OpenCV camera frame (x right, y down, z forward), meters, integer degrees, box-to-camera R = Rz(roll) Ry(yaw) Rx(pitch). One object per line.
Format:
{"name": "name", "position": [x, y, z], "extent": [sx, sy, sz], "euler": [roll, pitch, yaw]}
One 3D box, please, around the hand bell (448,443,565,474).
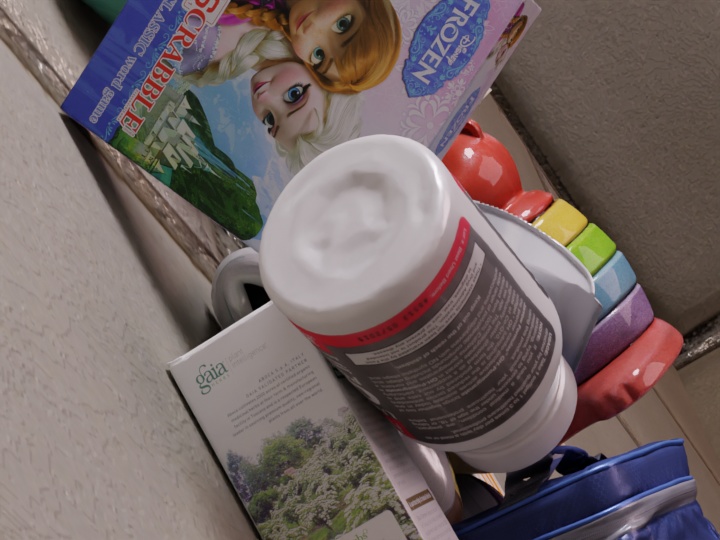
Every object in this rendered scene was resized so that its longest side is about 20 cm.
{"name": "hand bell", "position": [0.079, 0.029, 1.353], "extent": [0.104, 0.103, 0.202], "euler": [-33, 117, -79]}

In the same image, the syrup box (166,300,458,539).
{"name": "syrup box", "position": [-0.015, 0.115, 1.078], "extent": [0.201, 0.078, 0.081], "euler": [60, 11, 8]}

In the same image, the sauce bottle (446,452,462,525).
{"name": "sauce bottle", "position": [0.030, 0.139, 1.260], "extent": [0.065, 0.064, 0.201], "euler": [51, 14, -34]}

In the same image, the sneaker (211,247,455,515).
{"name": "sneaker", "position": [-0.019, 0.074, 1.167], "extent": [0.201, 0.070, 0.080], "euler": [49, -1, -3]}

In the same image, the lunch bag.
{"name": "lunch bag", "position": [0.129, 0.168, 1.167], "extent": [0.200, 0.135, 0.133], "euler": [2, 63, -67]}

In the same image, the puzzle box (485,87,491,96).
{"name": "puzzle box", "position": [0.008, -0.136, 1.403], "extent": [0.133, 0.025, 0.200], "euler": [47, 33, -2]}

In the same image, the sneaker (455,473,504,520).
{"name": "sneaker", "position": [0.067, 0.194, 1.264], "extent": [0.087, 0.074, 0.201], "euler": [42, 20, -43]}

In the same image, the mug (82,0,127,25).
{"name": "mug", "position": [-0.136, -0.220, 1.303], "extent": [0.114, 0.185, 0.152], "euler": [39, 37, -18]}

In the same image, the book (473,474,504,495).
{"name": "book", "position": [0.077, 0.161, 1.480], "extent": [0.201, 0.048, 0.134], "euler": [60, 9, 20]}

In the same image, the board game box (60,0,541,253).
{"name": "board game box", "position": [-0.036, -0.117, 1.120], "extent": [0.199, 0.201, 0.041], "euler": [34, 6, 15]}

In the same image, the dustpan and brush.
{"name": "dustpan and brush", "position": [0.048, -0.008, 1.177], "extent": [0.199, 0.057, 0.140], "euler": [27, -35, 9]}

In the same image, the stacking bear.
{"name": "stacking bear", "position": [0.104, -0.001, 1.277], "extent": [0.200, 0.121, 0.114], "euler": [52, 47, -1]}

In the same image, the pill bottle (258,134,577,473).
{"name": "pill bottle", "position": [0.040, 0.027, 1.057], "extent": [0.200, 0.110, 0.111], "euler": [47, 16, -46]}
